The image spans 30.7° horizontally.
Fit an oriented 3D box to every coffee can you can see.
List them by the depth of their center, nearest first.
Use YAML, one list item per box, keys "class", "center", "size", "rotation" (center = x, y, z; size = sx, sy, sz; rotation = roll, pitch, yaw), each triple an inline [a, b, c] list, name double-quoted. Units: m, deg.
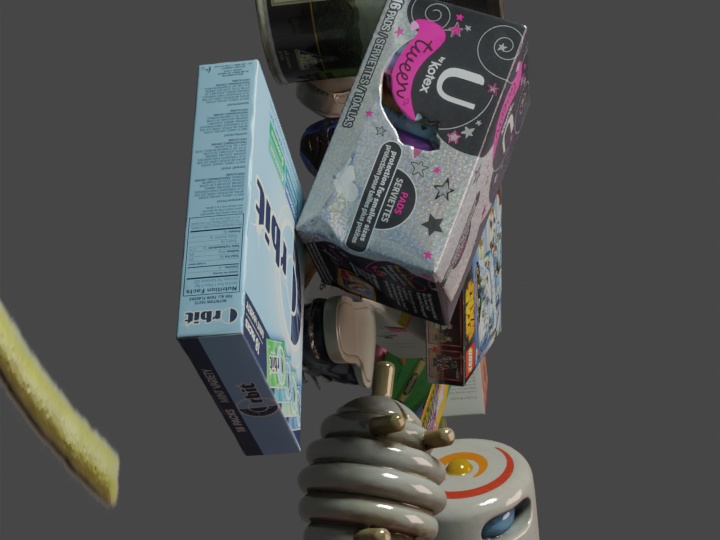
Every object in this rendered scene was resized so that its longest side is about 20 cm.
- class: "coffee can"
  center: [0.020, -0.240, 1.108]
  size: [0.146, 0.197, 0.149]
  rotation: [-4, 90, -82]

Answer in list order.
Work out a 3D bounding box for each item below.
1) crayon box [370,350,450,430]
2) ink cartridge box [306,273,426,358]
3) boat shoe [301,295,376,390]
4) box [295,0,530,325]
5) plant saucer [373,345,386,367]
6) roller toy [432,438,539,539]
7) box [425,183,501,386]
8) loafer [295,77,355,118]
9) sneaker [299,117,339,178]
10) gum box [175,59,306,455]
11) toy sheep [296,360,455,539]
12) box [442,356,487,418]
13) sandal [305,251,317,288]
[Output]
- class: "crayon box"
  center: [0.045, 0.148, 1.337]
  size: [0.119, 0.057, 0.202]
  rotation: [77, 30, -63]
- class: "ink cartridge box"
  center: [0.019, -0.006, 1.218]
  size: [0.199, 0.067, 0.118]
  rotation: [36, 61, -49]
- class: "boat shoe"
  center: [-0.026, 0.062, 1.105]
  size: [0.200, 0.061, 0.076]
  rotation: [28, 60, -78]
- class: "box"
  center: [0.047, -0.083, 0.988]
  size: [0.132, 0.113, 0.203]
  rotation: [67, 42, -70]
- class: "plant saucer"
  center: [0.000, 0.000, 1.361]
  size: [0.200, 0.050, 0.204]
  rotation: [-4, 90, -82]
- class: "roller toy"
  center: [0.131, 0.299, 1.653]
  size: [0.200, 0.179, 0.142]
  rotation: [-73, 156, -68]
- class: "box"
  center: [0.095, -0.015, 1.196]
  size: [0.137, 0.039, 0.203]
  rotation: [-43, 135, -63]
- class: "loafer"
  center: [-0.002, -0.206, 1.248]
  size: [0.070, 0.069, 0.200]
  rotation: [-61, 176, 37]
- class: "sneaker"
  center: [-0.014, -0.121, 1.278]
  size: [0.199, 0.078, 0.076]
  rotation: [-10, 122, -67]
- class: "gum box"
  center: [-0.073, -0.005, 0.871]
  size: [0.171, 0.044, 0.203]
  rotation: [73, 15, -58]
- class: "toy sheep"
  center: [0.012, 0.173, 1.066]
  size: [0.138, 0.136, 0.203]
  rotation: [66, 34, -66]
- class: "box"
  center: [0.144, 0.116, 2.115]
  size: [0.152, 0.105, 0.203]
  rotation: [-68, 152, -73]
- class: "sandal"
  center: [0.017, -0.059, 1.100]
  size: [0.213, 0.069, 0.078]
  rotation: [-58, -174, -17]
